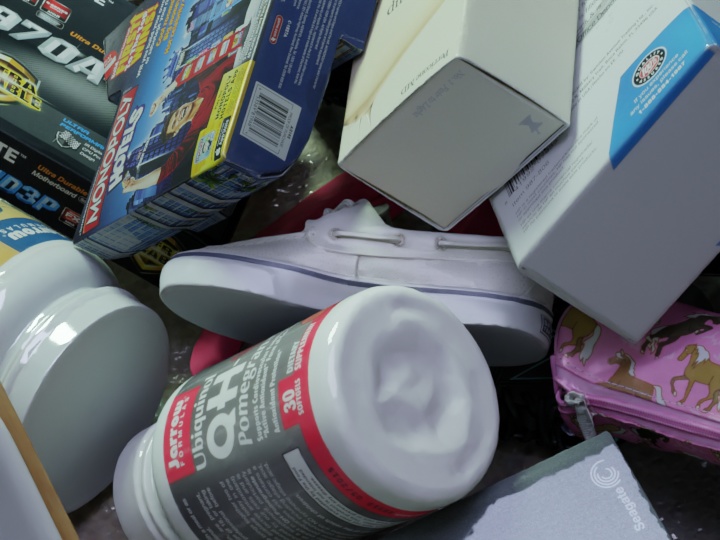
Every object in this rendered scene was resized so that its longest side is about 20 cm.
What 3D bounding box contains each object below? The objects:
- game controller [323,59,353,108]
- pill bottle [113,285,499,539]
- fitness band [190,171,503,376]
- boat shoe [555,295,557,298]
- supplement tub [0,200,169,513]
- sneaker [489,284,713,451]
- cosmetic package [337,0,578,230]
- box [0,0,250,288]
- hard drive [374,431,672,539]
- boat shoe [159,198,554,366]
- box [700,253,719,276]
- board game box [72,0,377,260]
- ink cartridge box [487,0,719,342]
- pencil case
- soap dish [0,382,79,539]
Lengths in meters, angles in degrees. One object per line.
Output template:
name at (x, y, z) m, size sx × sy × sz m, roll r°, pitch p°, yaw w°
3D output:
game controller at (0.011, -0.117, 1.659) m, size 0.104 × 0.042 × 0.200 m, roll -16°, pitch 6°, yaw -3°
pill bottle at (-0.034, 0.088, 1.465) m, size 0.200 × 0.111 × 0.111 m, roll -27°, pitch 32°, yaw 45°
fitness band at (-0.006, 0.003, 1.587) m, size 0.200 × 0.037 × 0.144 m, roll -36°, pitch 29°, yaw 0°
boat shoe at (0.092, -0.014, 1.618) m, size 0.199 × 0.066 × 0.070 m, roll -23°, pitch 51°, yaw -13°
supplement tub at (-0.215, 0.031, 1.567) m, size 0.199 × 0.145 × 0.145 m, roll 27°, pitch 58°, yaw 26°
sneaker at (0.095, 0.057, 1.554) m, size 0.199 × 0.076 × 0.080 m, roll -11°, pitch 52°, yaw -2°
cosmetic package at (0.054, -0.132, 1.494) m, size 0.073 × 0.103 × 0.201 m, roll 31°, pitch 41°, yaw -22°
box at (-0.150, -0.088, 1.647) m, size 0.199 × 0.046 × 0.159 m, roll 30°, pitch 39°, yaw -6°
hard drive at (0.063, 0.178, 1.402) m, size 0.199 × 0.033 × 0.140 m, roll -24°, pitch 63°, yaw -9°
boat shoe at (0.000, 0.000, 1.491) m, size 0.199 × 0.071 × 0.070 m, roll 5°, pitch 65°, yaw 7°
box at (0.232, -0.056, 1.537) m, size 0.141 × 0.079 × 0.200 m, roll -22°, pitch 11°, yaw -27°
board game box at (-0.076, -0.099, 1.549) m, size 0.062 × 0.200 × 0.201 m, roll 29°, pitch 60°, yaw -24°
ink cartridge box at (0.132, -0.082, 1.479) m, size 0.145 × 0.084 × 0.200 m, roll -49°, pitch 26°, yaw 18°
pencil case at (0.188, 0.066, 1.442) m, size 0.199 × 0.083 × 0.087 m, roll 15°, pitch 70°, yaw 36°
soap dish at (-0.205, 0.173, 1.435) m, size 0.157 × 0.081 × 0.201 m, roll -27°, pitch 94°, yaw -13°
